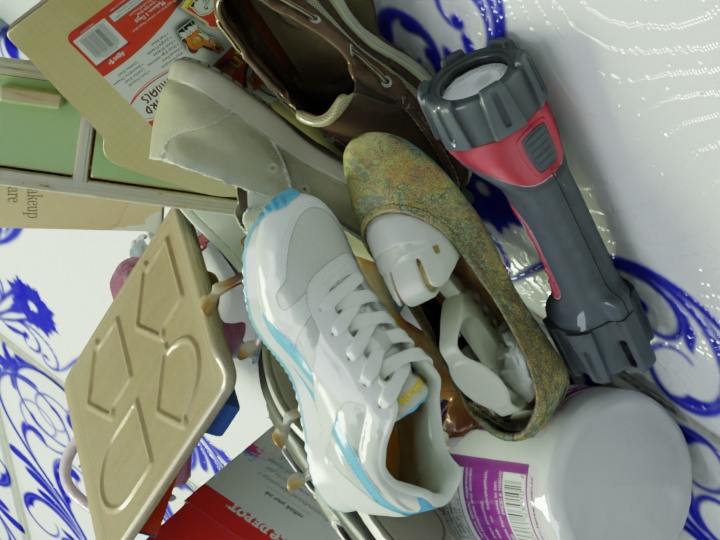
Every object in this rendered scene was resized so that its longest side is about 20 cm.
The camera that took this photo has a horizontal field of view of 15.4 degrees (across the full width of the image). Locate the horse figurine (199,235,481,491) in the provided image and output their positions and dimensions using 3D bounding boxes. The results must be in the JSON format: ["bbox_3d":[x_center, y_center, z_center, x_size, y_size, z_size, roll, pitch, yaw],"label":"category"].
[{"bbox_3d":[-0.014,0.037,1.583,0.050,0.132,0.200,34,-154,-60],"label":"horse figurine"}]

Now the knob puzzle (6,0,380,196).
[{"bbox_3d":[-0.074,-0.124,1.550,0.219,0.030,0.220,1,124,2],"label":"knob puzzle"}]

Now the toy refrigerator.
[{"bbox_3d":[-0.144,-0.081,1.618,0.070,0.199,0.076,-131,49,-82],"label":"toy refrigerator"}]

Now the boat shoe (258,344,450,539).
[{"bbox_3d":[-0.014,0.120,1.620,0.200,0.067,0.057,55,139,36],"label":"boat shoe"}]

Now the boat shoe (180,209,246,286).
[{"bbox_3d":[-0.081,-0.051,1.706,0.200,0.073,0.062,58,176,-21],"label":"boat shoe"}]

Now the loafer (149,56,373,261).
[{"bbox_3d":[-0.040,-0.044,1.532,0.200,0.068,0.076,36,180,-10],"label":"loafer"}]

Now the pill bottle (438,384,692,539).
[{"bbox_3d":[0.098,0.123,1.606,0.200,0.112,0.112,2,126,56],"label":"pill bottle"}]

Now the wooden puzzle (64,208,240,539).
[{"bbox_3d":[-0.129,0.075,1.725,0.200,0.046,0.185,-61,30,30],"label":"wooden puzzle"}]

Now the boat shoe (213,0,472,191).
[{"bbox_3d":[-0.015,-0.100,1.492,0.075,0.075,0.202,-30,115,33],"label":"boat shoe"}]

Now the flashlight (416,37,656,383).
[{"bbox_3d":[0.099,-0.030,1.471,0.068,0.068,0.200,-17,121,16],"label":"flashlight"}]

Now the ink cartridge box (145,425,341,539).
[{"bbox_3d":[-0.033,0.165,1.761,0.116,0.200,0.067,31,147,34],"label":"ink cartridge box"}]

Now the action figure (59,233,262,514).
[{"bbox_3d":[-0.153,0.053,1.861,0.134,0.149,0.201,25,116,27],"label":"action figure"}]

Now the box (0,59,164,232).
[{"bbox_3d":[-0.227,-0.083,1.754,0.095,0.199,0.078,98,172,-55],"label":"box"}]

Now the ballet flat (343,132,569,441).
[{"bbox_3d":[0.050,0.014,1.476,0.071,0.071,0.200,1,130,56],"label":"ballet flat"}]

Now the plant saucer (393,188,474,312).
[{"bbox_3d":[0.000,0.000,1.634,0.070,0.019,0.200,36,134,4],"label":"plant saucer"}]

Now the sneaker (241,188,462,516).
[{"bbox_3d":[-0.001,0.045,1.475,0.081,0.076,0.200,1,121,43],"label":"sneaker"}]

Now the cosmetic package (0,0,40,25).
[{"bbox_3d":[-0.166,-0.207,1.633,0.113,0.081,0.200,44,153,15],"label":"cosmetic package"}]
